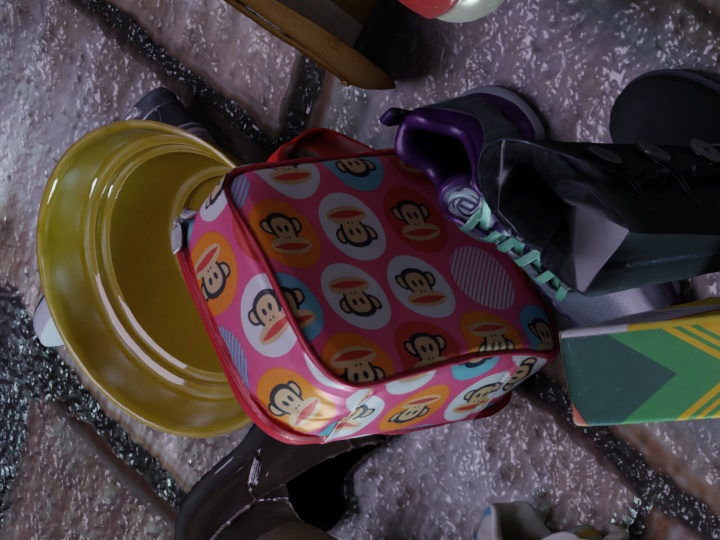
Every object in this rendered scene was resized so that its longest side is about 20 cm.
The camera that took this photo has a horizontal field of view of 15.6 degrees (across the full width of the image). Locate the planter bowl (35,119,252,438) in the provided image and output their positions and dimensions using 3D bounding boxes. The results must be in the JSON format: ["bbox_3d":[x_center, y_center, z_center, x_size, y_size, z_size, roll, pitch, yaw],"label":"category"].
[{"bbox_3d":[-0.096,-0.005,1.604,0.200,0.083,0.201,13,114,31],"label":"planter bowl"}]

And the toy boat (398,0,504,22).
[{"bbox_3d":[0.046,-0.234,1.322,0.200,0.130,0.131,-57,22,26],"label":"toy boat"}]

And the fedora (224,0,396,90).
[{"bbox_3d":[-0.047,-0.183,1.502,0.200,0.200,0.082,36,91,38],"label":"fedora"}]

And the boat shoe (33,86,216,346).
[{"bbox_3d":[-0.164,-0.035,1.703,0.068,0.072,0.200,53,129,24],"label":"boat shoe"}]

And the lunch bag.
[{"bbox_3d":[0.000,0.000,1.436,0.082,0.200,0.177,-46,61,40],"label":"lunch bag"}]

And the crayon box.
[{"bbox_3d":[0.211,0.037,1.267,0.200,0.127,0.051,-9,91,48],"label":"crayon box"}]

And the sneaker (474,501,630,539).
[{"bbox_3d":[0.133,0.183,1.419,0.200,0.076,0.081,16,104,42],"label":"sneaker"}]

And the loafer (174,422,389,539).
[{"bbox_3d":[-0.049,0.138,1.606,0.071,0.073,0.200,56,132,27],"label":"loafer"}]

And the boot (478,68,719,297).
[{"bbox_3d":[0.129,-0.047,1.285,0.165,0.200,0.066,31,119,40],"label":"boot"}]

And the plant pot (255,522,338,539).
[{"bbox_3d":[0.019,0.266,1.501,0.199,0.187,0.188,18,111,29],"label":"plant pot"}]

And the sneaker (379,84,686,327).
[{"bbox_3d":[0.089,-0.018,1.419,0.200,0.087,0.075,49,129,30],"label":"sneaker"}]
